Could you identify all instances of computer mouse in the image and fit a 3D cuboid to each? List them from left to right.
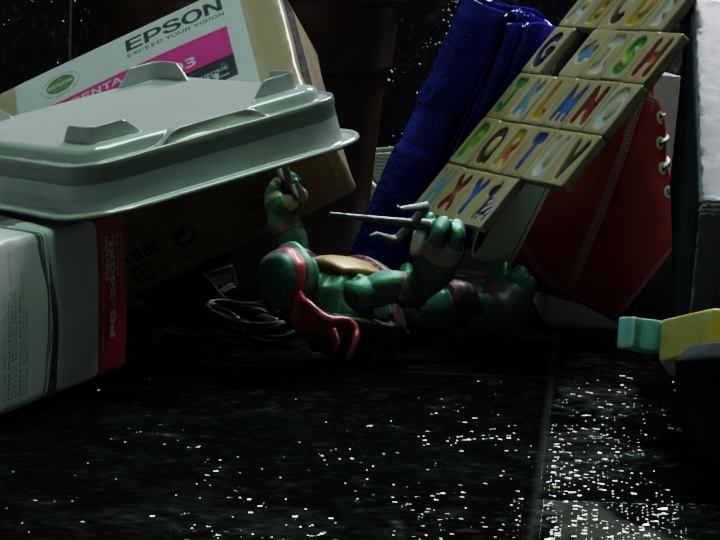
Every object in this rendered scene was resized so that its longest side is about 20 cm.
[{"bbox_3d":[-0.085,0.020,1.538,0.058,0.034,0.200,-10,17,-22],"label":"computer mouse"},{"bbox_3d":[0.191,0.065,1.090,0.138,0.053,0.200,2,-7,25],"label":"computer mouse"}]

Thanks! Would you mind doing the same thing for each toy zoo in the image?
[{"bbox_3d":[0.213,0.038,1.159,0.199,0.021,0.131,4,-6,-1],"label":"toy zoo"}]

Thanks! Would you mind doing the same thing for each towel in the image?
[{"bbox_3d":[0.061,-0.064,1.560,0.049,0.201,0.148,27,10,17],"label":"towel"}]

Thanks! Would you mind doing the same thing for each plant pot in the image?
[{"bbox_3d":[-0.073,-0.084,1.691,0.199,0.199,0.200,3,6,0],"label":"plant pot"}]

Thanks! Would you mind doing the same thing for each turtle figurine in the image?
[{"bbox_3d":[0.000,0.000,1.397,0.149,0.101,0.200,25,4,37],"label":"turtle figurine"}]

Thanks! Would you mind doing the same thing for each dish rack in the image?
[{"bbox_3d":[-0.114,-0.070,1.320,0.171,0.044,0.200,-17,15,-30],"label":"dish rack"}]

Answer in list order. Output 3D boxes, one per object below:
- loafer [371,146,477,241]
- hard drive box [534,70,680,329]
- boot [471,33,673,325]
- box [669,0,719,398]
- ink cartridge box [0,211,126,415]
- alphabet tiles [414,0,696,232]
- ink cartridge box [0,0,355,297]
[{"bbox_3d":[0.081,-0.052,2.117,0.199,0.072,0.063,13,-5,33],"label":"loafer"},{"bbox_3d":[0.150,-0.051,1.651,0.077,0.156,0.200,3,7,1],"label":"hard drive box"},{"bbox_3d":[0.169,-0.066,1.492,0.144,0.201,0.072,25,3,-5],"label":"boot"},{"bbox_3d":[0.257,-0.034,1.298,0.196,0.124,0.200,5,35,3],"label":"box"},{"bbox_3d":[-0.211,0.016,1.244,0.145,0.084,0.200,3,6,13],"label":"ink cartridge box"},{"bbox_3d":[0.107,-0.088,1.393,0.008,0.167,0.200,40,-5,-15],"label":"alphabet tiles"},{"bbox_3d":[-0.116,-0.072,1.513,0.199,0.075,0.165,-25,35,5],"label":"ink cartridge box"}]
